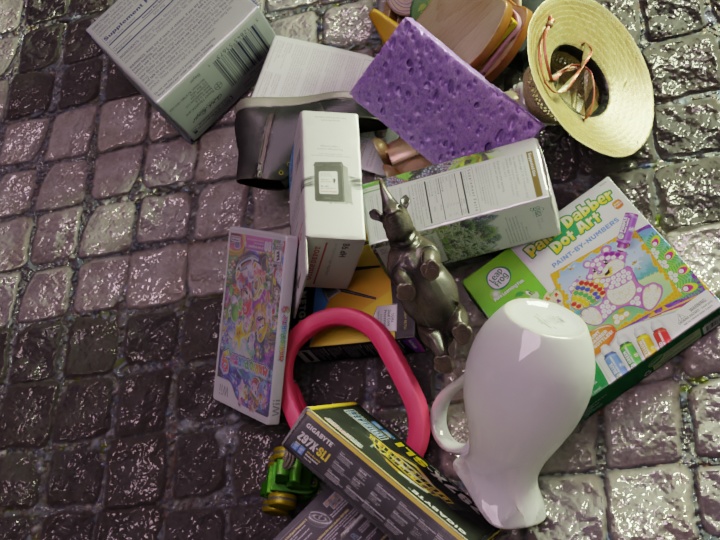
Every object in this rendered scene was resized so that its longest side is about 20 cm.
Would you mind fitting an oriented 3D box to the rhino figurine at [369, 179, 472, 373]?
[{"bbox_3d":[0.057,-0.001,1.115,0.060,0.201,0.088,-23,16,7],"label":"rhino figurine"}]

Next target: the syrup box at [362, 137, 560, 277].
[{"bbox_3d":[0.108,-0.066,1.188,0.199,0.079,0.082,-15,59,11],"label":"syrup box"}]

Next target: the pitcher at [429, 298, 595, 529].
[{"bbox_3d":[0.139,0.123,1.084,0.171,0.121,0.201,37,123,43],"label":"pitcher"}]

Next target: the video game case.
[{"bbox_3d":[-0.118,0.056,1.221,0.143,0.018,0.201,11,96,58],"label":"video game case"}]

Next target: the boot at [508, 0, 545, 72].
[{"bbox_3d":[0.157,-0.347,1.370,0.199,0.066,0.166,25,85,33],"label":"boot"}]

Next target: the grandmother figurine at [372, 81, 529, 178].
[{"bbox_3d":[0.119,-0.159,1.297,0.199,0.061,0.122,-26,72,10],"label":"grandmother figurine"}]

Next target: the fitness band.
[{"bbox_3d":[-0.009,0.137,1.180,0.143,0.037,0.201,-30,76,11],"label":"fitness band"}]

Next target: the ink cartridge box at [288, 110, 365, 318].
[{"bbox_3d":[-0.038,-0.058,1.205,0.066,0.116,0.201,2,62,-10],"label":"ink cartridge box"}]

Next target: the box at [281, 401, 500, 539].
[{"bbox_3d":[0.035,0.206,1.057,0.200,0.160,0.049,38,94,16],"label":"box"}]

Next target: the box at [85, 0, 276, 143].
[{"bbox_3d":[-0.234,-0.308,1.488,0.184,0.105,0.200,-43,58,-3],"label":"box"}]

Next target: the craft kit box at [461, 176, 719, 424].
[{"bbox_3d":[0.241,0.031,1.162,0.200,0.049,0.198,-36,54,2],"label":"craft kit box"}]

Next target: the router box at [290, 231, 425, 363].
[{"bbox_3d":[0.000,0.000,1.268,0.148,0.051,0.201,-7,62,17],"label":"router box"}]

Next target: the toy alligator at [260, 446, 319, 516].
[{"bbox_3d":[-0.065,0.212,1.129,0.054,0.200,0.060,9,67,-9],"label":"toy alligator"}]

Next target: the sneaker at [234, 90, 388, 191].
[{"bbox_3d":[-0.053,-0.151,1.327,0.199,0.075,0.107,-2,76,10],"label":"sneaker"}]

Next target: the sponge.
[{"bbox_3d":[0.096,-0.180,1.245,0.200,0.030,0.112,40,112,7],"label":"sponge"}]

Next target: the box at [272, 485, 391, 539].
[{"bbox_3d":[-0.034,0.326,1.080,0.160,0.044,0.200,42,73,18],"label":"box"}]

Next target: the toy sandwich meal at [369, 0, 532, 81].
[{"bbox_3d":[0.100,-0.300,1.300,0.204,0.070,0.207,-4,82,31],"label":"toy sandwich meal"}]

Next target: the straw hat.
[{"bbox_3d":[0.230,-0.205,1.236,0.085,0.200,0.202,-24,51,50],"label":"straw hat"}]

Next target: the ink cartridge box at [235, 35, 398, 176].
[{"bbox_3d":[-0.040,-0.203,1.404,0.199,0.050,0.163,15,71,8],"label":"ink cartridge box"}]
